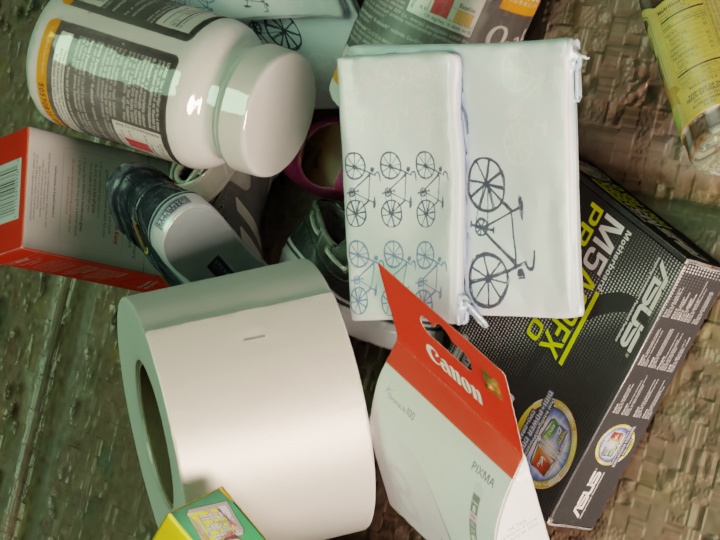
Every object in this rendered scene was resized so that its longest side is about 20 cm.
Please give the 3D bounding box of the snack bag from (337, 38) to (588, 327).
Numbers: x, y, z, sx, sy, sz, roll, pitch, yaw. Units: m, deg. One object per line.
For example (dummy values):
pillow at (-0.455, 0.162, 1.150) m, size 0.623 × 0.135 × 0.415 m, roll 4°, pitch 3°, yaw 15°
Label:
snack bag at (0.066, -0.057, 1.570) m, size 0.199 × 0.021 × 0.190 m, roll 3°, pitch 96°, yaw 40°

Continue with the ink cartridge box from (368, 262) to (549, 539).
ink cartridge box at (0.056, 0.115, 1.559) m, size 0.057 × 0.201 × 0.162 m, roll -33°, pitch 40°, yaw -14°

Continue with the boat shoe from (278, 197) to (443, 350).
boat shoe at (0.000, 0.000, 1.731) m, size 0.200 × 0.072 × 0.071 m, roll 36°, pitch 112°, yaw 51°

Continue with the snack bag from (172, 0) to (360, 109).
snack bag at (-0.069, -0.192, 1.779) m, size 0.188 × 0.200 × 0.021 m, roll 4°, pitch 44°, yaw 44°

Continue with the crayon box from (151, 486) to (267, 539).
crayon box at (-0.080, 0.275, 1.566) m, size 0.200 × 0.058 × 0.173 m, roll 47°, pitch 130°, yaw 20°

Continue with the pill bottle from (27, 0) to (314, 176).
pill bottle at (-0.141, -0.142, 1.773) m, size 0.199 × 0.116 × 0.117 m, roll 20°, pitch 96°, yaw 27°

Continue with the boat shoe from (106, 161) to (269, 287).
boat shoe at (-0.117, -0.006, 1.790) m, size 0.071 × 0.200 × 0.091 m, roll -42°, pitch 47°, yaw -10°

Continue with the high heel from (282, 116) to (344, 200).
high heel at (-0.023, -0.086, 1.764) m, size 0.200 × 0.096 × 0.068 m, roll 19°, pitch 95°, yaw 51°

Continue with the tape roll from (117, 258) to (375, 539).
tape roll at (-0.083, 0.103, 1.686) m, size 0.203 × 0.138 × 0.204 m, roll 169°, pitch 90°, yaw -76°

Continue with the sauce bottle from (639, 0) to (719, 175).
sauce bottle at (0.216, -0.157, 1.520) m, size 0.065 × 0.065 × 0.201 m, roll -38°, pitch 51°, yaw 38°

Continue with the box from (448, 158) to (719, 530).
box at (0.139, 0.045, 1.571) m, size 0.160 × 0.044 × 0.201 m, roll 45°, pitch 115°, yaw 47°

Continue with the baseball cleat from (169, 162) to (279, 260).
baseball cleat at (-0.115, -0.029, 1.852) m, size 0.069 × 0.106 × 0.201 m, roll -2°, pitch 81°, yaw 36°

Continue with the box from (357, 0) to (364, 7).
box at (-0.014, -0.286, 1.809) m, size 0.199 × 0.096 × 0.177 m, roll -4°, pitch 77°, yaw 49°

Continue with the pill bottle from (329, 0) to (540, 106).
pill bottle at (0.065, -0.191, 1.669) m, size 0.116 × 0.116 × 0.201 m, roll 40°, pitch 111°, yaw 48°

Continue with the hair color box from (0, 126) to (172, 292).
hair color box at (-0.198, -0.042, 1.883) m, size 0.061 × 0.199 × 0.102 m, roll -15°, pitch 69°, yaw 48°
